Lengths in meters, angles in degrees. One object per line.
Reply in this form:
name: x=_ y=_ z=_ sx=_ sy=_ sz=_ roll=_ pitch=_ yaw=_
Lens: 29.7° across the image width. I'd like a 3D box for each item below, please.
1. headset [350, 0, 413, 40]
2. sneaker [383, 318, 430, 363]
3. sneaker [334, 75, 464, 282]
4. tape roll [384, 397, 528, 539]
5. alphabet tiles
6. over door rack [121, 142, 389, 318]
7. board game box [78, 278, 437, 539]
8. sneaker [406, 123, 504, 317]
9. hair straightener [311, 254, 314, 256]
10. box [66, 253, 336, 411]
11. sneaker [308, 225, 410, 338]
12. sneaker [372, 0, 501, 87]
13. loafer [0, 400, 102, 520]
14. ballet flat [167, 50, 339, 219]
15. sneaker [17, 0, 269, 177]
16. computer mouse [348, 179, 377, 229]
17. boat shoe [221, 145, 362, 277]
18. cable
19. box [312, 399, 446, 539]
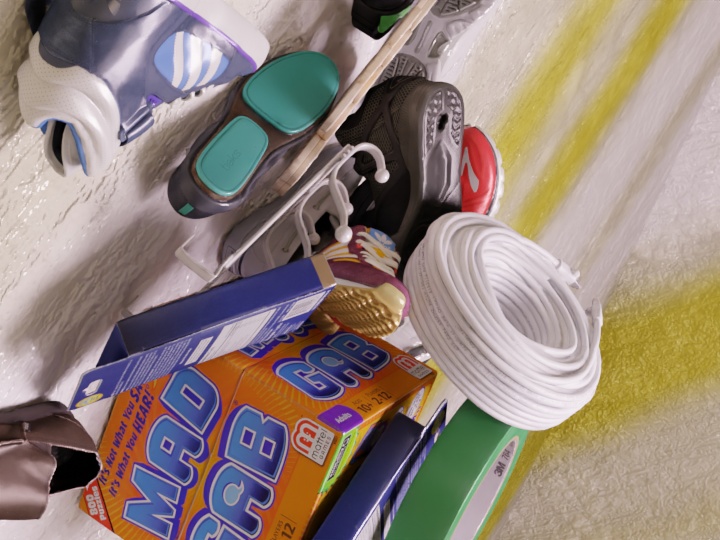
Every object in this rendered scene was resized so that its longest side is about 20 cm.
headset: x=0.051 y=-0.262 z=1.125 sx=0.124 sy=0.094 sz=0.200 roll=-54 pitch=172 yaw=-21
sneaker: x=0.019 y=0.092 z=1.362 sx=0.200 sy=0.074 sz=0.085 roll=-41 pitch=173 yaw=-36
sneaker: x=0.032 y=-0.079 z=1.219 sx=0.076 sy=0.114 sz=0.201 roll=-14 pitch=116 yaw=-35
tape roll: x=0.082 y=0.199 z=1.183 sx=0.201 sy=0.048 sz=0.201 roll=-53 pitch=162 yaw=-26
alphabet tiles: x=-0.005 y=-0.147 z=1.135 sx=0.200 sy=0.015 sz=0.196 roll=-53 pitch=-174 yaw=-13
over door rack: x=-0.076 y=-0.012 z=1.068 sx=0.200 sy=0.067 sz=0.148 roll=-33 pitch=177 yaw=-35
board game box: x=-0.087 y=0.149 z=1.197 sx=0.200 sy=0.199 sz=0.201 roll=-21 pitch=137 yaw=-63
sneaker: x=0.070 y=-0.042 z=1.281 sx=0.085 sy=0.077 sz=0.201 roll=-3 pitch=119 yaw=-62
hair straightener: x=-0.064 y=0.060 z=1.323 sx=0.041 sy=0.077 sz=0.201 roll=-40 pitch=153 yaw=-50
box: x=-0.125 y=0.047 z=1.018 sx=0.199 sy=0.033 sz=0.121 roll=-20 pitch=169 yaw=-24
sneaker: x=0.000 y=0.000 z=1.122 sx=0.090 sy=0.075 sz=0.200 roll=-53 pitch=-163 yaw=-14
sneaker: x=0.079 y=-0.231 z=1.302 sx=0.201 sy=0.078 sz=0.099 roll=-55 pitch=170 yaw=10
loafer: x=-0.249 y=0.141 z=0.960 sx=0.200 sy=0.071 sz=0.073 roll=-21 pitch=137 yaw=-63
ballet flat: x=-0.086 y=-0.103 z=1.055 sx=0.200 sy=0.073 sz=0.073 roll=-53 pitch=162 yaw=-43
sneaker: x=-0.144 y=-0.122 z=0.858 sx=0.147 sy=0.080 sz=0.200 roll=-53 pitch=165 yaw=3
computer mouse: x=0.014 y=-0.081 z=1.345 sx=0.201 sy=0.046 sz=0.140 roll=-59 pitch=-168 yaw=-9
boat shoe: x=-0.044 y=-0.043 z=1.239 sx=0.200 sy=0.067 sz=0.074 roll=-45 pitch=156 yaw=-40
cable: x=0.121 y=0.039 z=1.154 sx=0.069 sy=0.200 sz=0.200 roll=-42 pitch=-159 yaw=30
box: x=0.009 y=0.202 z=1.135 sx=0.200 sy=0.032 sz=0.121 roll=-53 pitch=161 yaw=-26
